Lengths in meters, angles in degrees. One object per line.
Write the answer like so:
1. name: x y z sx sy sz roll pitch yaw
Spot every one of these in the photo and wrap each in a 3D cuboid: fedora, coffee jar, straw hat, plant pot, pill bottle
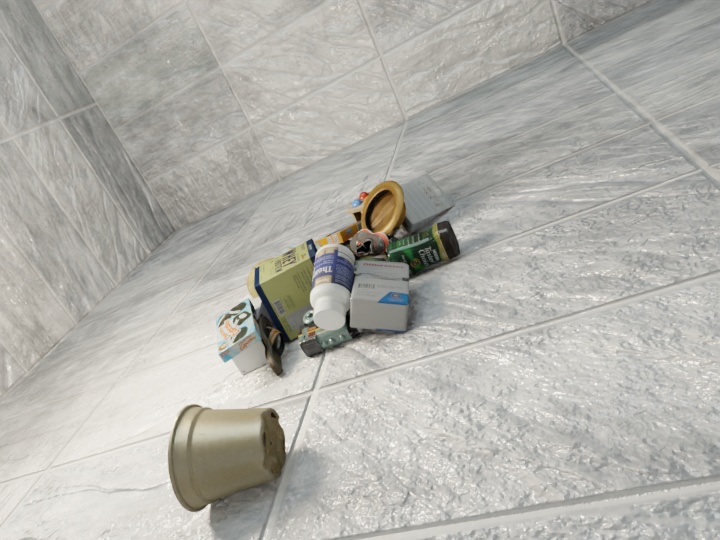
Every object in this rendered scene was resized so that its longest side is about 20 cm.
1. fedora: 0.085 -0.182 1.679 0.197 0.080 0.208 -21 61 44
2. coffee jar: 0.176 -0.057 1.470 0.195 0.106 0.086 -23 27 17
3. straw hat: -0.258 0.068 1.640 0.196 0.204 0.086 -26 36 7
4. plant pot: -0.252 0.358 1.049 0.177 0.207 0.202 -11 25 10
5. pill bottle: -0.072 0.042 1.339 0.108 0.112 0.205 -18 45 23

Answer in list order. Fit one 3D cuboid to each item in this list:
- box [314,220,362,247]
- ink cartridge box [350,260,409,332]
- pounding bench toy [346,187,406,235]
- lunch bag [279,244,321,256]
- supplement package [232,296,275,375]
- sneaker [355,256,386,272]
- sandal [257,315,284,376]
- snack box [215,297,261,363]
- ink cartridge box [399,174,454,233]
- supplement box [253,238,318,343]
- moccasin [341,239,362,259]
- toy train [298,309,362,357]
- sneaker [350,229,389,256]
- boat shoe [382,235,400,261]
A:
1. box: -0.074 -0.119 1.808 0.117 0.043 0.197 -30 11 -33
2. ink cartridge box: 0.052 0.060 1.337 0.139 0.087 0.202 5 29 4
3. pounding bench toy: 0.076 -0.203 1.823 0.195 0.159 0.125 -10 28 37
4. lunch bag: -0.192 -0.001 1.781 0.193 0.126 0.171 5 33 27
5. supplement package: -0.316 0.186 1.546 0.107 0.116 0.202 -25 25 9
6. sneaker: 0.000 0.000 1.621 0.195 0.069 0.090 -6 27 38
7. sandal: -0.234 0.197 1.434 0.054 0.083 0.202 -31 37 2
8. snack box: -0.337 0.159 1.437 0.114 0.038 0.200 -33 28 -3
9. ink cartridge box: 0.195 -0.228 1.771 0.196 0.164 0.058 -21 -28 -31
10. supplement box: -0.179 0.057 1.528 0.195 0.205 0.135 -26 24 0
11. moccasin: -0.009 -0.081 1.785 0.197 0.076 0.077 -14 12 41
12. toy train: -0.077 0.151 1.386 0.194 0.086 0.116 -20 37 15
13. sneaker: 0.007 -0.081 1.629 0.080 0.080 0.198 -25 10 -29
14. boat shoe: 0.103 -0.067 1.623 0.071 0.067 0.201 -35 20 -7
